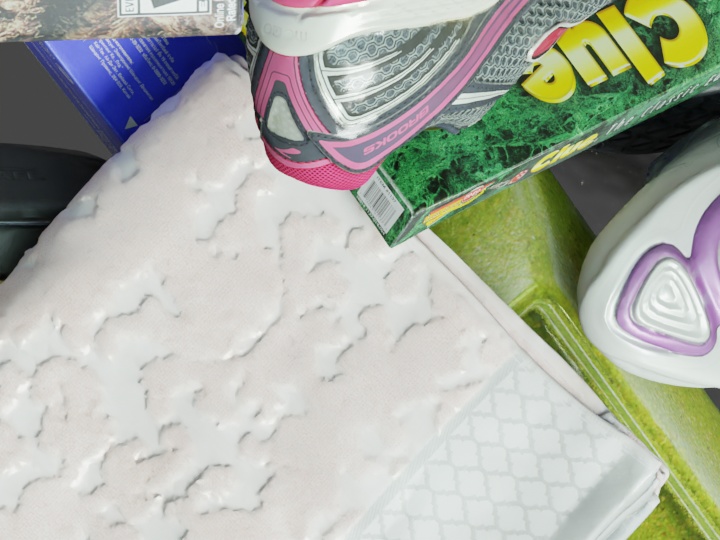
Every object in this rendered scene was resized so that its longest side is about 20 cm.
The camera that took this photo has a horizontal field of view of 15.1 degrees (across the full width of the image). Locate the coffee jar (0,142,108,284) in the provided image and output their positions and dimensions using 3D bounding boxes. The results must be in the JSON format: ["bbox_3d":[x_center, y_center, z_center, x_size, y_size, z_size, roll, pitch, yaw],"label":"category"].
[{"bbox_3d":[-0.126,0.059,0.871,0.104,0.085,0.200,0,97,-17],"label":"coffee jar"}]

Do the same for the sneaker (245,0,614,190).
[{"bbox_3d":[0.030,-0.082,0.783,0.200,0.081,0.075,-23,123,-49],"label":"sneaker"}]

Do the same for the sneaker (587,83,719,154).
[{"bbox_3d":[0.147,-0.104,0.954,0.200,0.072,0.083,-20,78,-14],"label":"sneaker"}]

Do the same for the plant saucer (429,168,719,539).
[{"bbox_3d":[0.034,0.089,0.871,0.200,0.048,0.200,-42,117,-8],"label":"plant saucer"}]

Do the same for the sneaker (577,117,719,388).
[{"bbox_3d":[0.124,-0.009,0.894,0.200,0.100,0.075,-26,103,-46],"label":"sneaker"}]

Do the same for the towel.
[{"bbox_3d":[-0.039,0.067,0.798,0.191,0.032,0.200,42,81,5],"label":"towel"}]

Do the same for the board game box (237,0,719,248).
[{"bbox_3d":[0.055,-0.087,0.854,0.200,0.023,0.105,-27,77,-36],"label":"board game box"}]

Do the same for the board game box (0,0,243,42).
[{"bbox_3d":[-0.131,-0.146,0.671,0.200,0.097,0.160,-3,124,-7],"label":"board game box"}]

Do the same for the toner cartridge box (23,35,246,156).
[{"bbox_3d":[-0.052,-0.080,0.860,0.095,0.043,0.200,-43,129,-9],"label":"toner cartridge box"}]
